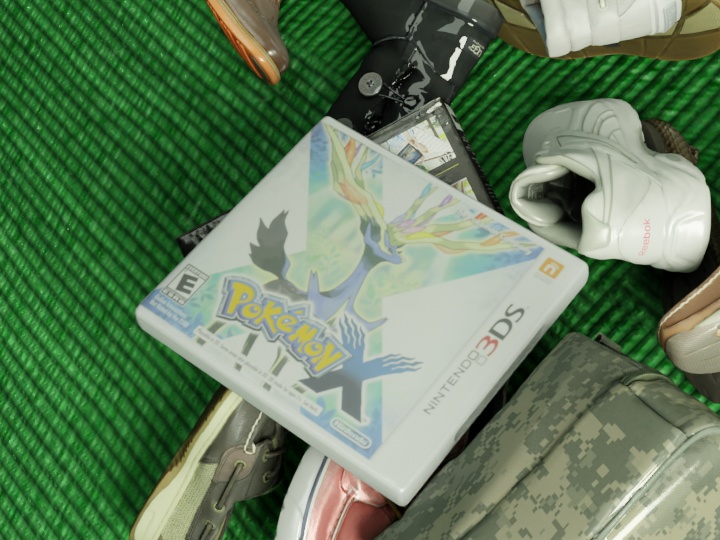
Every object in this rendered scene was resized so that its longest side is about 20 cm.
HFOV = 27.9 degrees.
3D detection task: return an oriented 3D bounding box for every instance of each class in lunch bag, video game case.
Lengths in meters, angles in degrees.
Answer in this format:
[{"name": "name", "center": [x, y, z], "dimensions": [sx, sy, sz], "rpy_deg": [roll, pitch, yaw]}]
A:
[{"name": "lunch bag", "center": [0.107, 0.137, 0.763], "dimensions": [0.200, 0.139, 0.168], "rpy_deg": [-45, 35, -3]}, {"name": "video game case", "center": [0.001, 0.014, 0.844], "dimensions": [0.199, 0.022, 0.182], "rpy_deg": [31, 63, 24]}]

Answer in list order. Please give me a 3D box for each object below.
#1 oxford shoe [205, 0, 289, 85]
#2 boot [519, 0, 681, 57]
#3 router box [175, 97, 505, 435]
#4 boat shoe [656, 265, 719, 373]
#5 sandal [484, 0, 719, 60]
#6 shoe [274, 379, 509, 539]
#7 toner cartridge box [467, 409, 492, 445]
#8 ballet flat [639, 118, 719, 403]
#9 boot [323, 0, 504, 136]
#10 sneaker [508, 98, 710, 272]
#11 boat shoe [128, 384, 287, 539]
[{"name": "oxford shoe", "center": [-0.087, -0.228, 1.130], "dimensions": [0.073, 0.071, 0.201], "rpy_deg": [-27, 56, 3]}, {"name": "boot", "center": [0.132, -0.232, 0.938], "dimensions": [0.095, 0.074, 0.201], "rpy_deg": [-15, 63, 3]}, {"name": "router box", "center": [0.000, 0.000, 0.947], "dimensions": [0.199, 0.051, 0.150], "rpy_deg": [-27, 86, 9]}, {"name": "boat shoe", "center": [0.242, -0.014, 0.825], "dimensions": [0.199, 0.076, 0.072], "rpy_deg": [-32, 58, -16]}, {"name": "sandal", "center": [0.161, -0.189, 0.999], "dimensions": [0.199, 0.081, 0.054], "rpy_deg": [9, 53, 26]}, {"name": "shoe", "center": [0.022, 0.118, 0.849], "dimensions": [0.091, 0.072, 0.201], "rpy_deg": [9, 67, 30]}, {"name": "toner cartridge box", "center": [0.098, 0.169, 0.858], "dimensions": [0.095, 0.043, 0.200], "rpy_deg": [-42, 56, -2]}, {"name": "ballet flat", "center": [0.209, -0.010, 0.899], "dimensions": [0.046, 0.067, 0.201], "rpy_deg": [3, 55, -24]}, {"name": "boot", "center": [-0.008, -0.120, 1.038], "dimensions": [0.165, 0.066, 0.201], "rpy_deg": [30, 93, 42]}, {"name": "sneaker", "center": [0.132, -0.060, 0.893], "dimensions": [0.099, 0.078, 0.200], "rpy_deg": [-1, 19, -17]}, {"name": "boat shoe", "center": [-0.077, 0.114, 0.914], "dimensions": [0.066, 0.072, 0.201], "rpy_deg": [33, 118, -3]}]
